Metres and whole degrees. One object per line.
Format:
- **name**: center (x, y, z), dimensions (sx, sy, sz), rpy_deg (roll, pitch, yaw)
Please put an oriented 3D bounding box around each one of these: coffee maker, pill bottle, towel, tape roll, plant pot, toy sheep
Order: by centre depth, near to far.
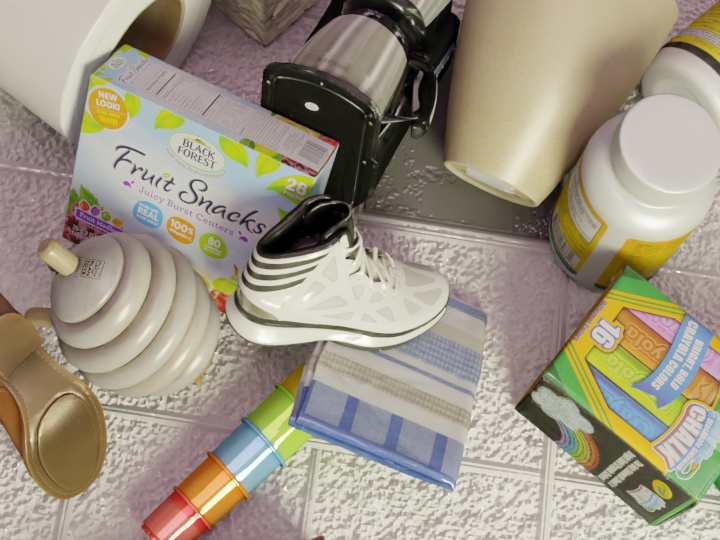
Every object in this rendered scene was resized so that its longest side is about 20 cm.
- **toy sheep**: center (-0.187, 0.033, 1.035), dimensions (0.136, 0.200, 0.140), rpy_deg (-18, 56, 29)
- **towel**: center (0.027, 0.078, 1.064), dimensions (0.145, 0.024, 0.201), rpy_deg (22, 43, -5)
- **pill bottle**: center (0.229, -0.064, 1.084), dimensions (0.111, 0.200, 0.115), rpy_deg (1, 70, -4)
- **tape roll**: center (-0.236, -0.228, 1.106), dimensions (0.138, 0.203, 0.203), rpy_deg (36, 72, 9)
- **coffee maker**: center (-0.009, -0.160, 1.132), dimensions (0.134, 0.192, 0.201), rpy_deg (37, 51, -8)
- **plant pot**: center (0.152, -0.167, 1.141), dimensions (0.185, 0.187, 0.202), rpy_deg (25, 87, 5)
- **pill bottle**: center (0.361, -0.201, 1.189), dimensions (0.199, 0.113, 0.113), rpy_deg (-39, 77, -15)

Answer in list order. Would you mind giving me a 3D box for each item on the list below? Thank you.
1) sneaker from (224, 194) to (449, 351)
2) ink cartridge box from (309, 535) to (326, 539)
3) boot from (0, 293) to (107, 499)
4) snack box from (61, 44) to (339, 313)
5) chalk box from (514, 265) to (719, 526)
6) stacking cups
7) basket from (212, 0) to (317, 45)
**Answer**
- **sneaker**: center (0.000, 0.000, 1.022), dimensions (0.198, 0.116, 0.076), rpy_deg (-4, 50, -30)
- **ink cartridge box**: center (-0.096, 0.310, 0.989), dimensions (0.197, 0.083, 0.148), rpy_deg (-18, 73, -10)
- **boot**: center (-0.291, 0.084, 1.048), dimensions (0.077, 0.201, 0.154), rpy_deg (-44, 42, -22)
- **snack box**: center (-0.135, -0.066, 1.072), dimensions (0.198, 0.170, 0.068), rpy_deg (24, 37, 4)
- **chalk box**: center (0.248, 0.119, 1.063), dimensions (0.199, 0.125, 0.124), rpy_deg (39, 72, 8)
- **stacking cups**: center (-0.090, 0.156, 1.060), dimensions (0.060, 0.061, 0.200), rpy_deg (42, 75, 10)
- **basket**: center (-0.072, -0.327, 1.195), dimensions (0.135, 0.124, 0.200), rpy_deg (40, 72, 10)
